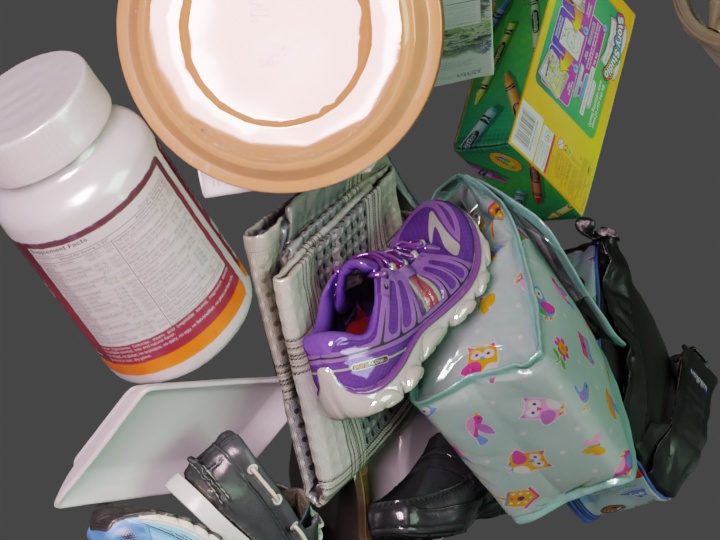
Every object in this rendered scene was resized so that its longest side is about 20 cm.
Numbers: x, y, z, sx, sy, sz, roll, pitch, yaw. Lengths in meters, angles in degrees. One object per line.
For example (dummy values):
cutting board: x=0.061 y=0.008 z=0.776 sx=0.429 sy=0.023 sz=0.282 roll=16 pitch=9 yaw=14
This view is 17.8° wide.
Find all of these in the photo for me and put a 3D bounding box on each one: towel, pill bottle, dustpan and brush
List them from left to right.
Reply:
pill bottle: x=-0.158 y=-0.032 z=1.425 sx=0.200 sy=0.109 sz=0.110 roll=57 pitch=47 yaw=-34
towel: x=-0.004 y=0.028 z=1.558 sx=0.193 sy=0.034 sz=0.200 roll=-41 pitch=123 yaw=-53
dustpan and brush: x=0.027 y=0.097 z=1.710 sx=0.140 sy=0.057 sz=0.200 roll=-51 pitch=133 yaw=-42

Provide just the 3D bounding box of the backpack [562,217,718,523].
backpack: x=0.178 y=0.095 z=1.792 sx=0.200 sy=0.154 sz=0.191 roll=50 pitch=23 yaw=-35

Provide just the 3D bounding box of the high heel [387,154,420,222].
high heel: x=0.000 y=0.000 z=1.653 sx=0.143 sy=0.071 sz=0.200 roll=61 pitch=37 yaw=-23

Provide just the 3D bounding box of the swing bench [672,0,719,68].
swing bench: x=0.394 y=-0.229 z=2.128 sx=0.199 sy=0.130 sz=0.200 roll=44 pitch=61 yaw=-42

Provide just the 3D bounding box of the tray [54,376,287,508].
tray: x=-0.114 y=0.104 z=1.494 sx=0.107 sy=0.022 sz=0.200 roll=-52 pitch=155 yaw=21

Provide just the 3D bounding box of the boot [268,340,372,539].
boot: x=-0.008 y=0.118 z=1.630 sx=0.075 sy=0.074 sz=0.201 roll=-16 pitch=102 yaw=-44

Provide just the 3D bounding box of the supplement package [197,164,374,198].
supplement package: x=-0.049 y=-0.145 z=1.504 sx=0.200 sy=0.111 sz=0.156 roll=-64 pitch=144 yaw=-78

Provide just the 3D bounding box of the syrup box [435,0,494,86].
syrup box: x=0.051 y=-0.199 z=1.641 sx=0.200 sy=0.079 sz=0.082 roll=73 pitch=8 yaw=-77

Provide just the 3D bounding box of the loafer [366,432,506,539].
loafer: x=0.060 y=0.152 z=1.653 sx=0.200 sy=0.068 sz=0.071 roll=-12 pitch=94 yaw=-61

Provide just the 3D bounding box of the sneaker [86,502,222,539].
sneaker: x=-0.115 y=0.228 z=1.496 sx=0.200 sy=0.078 sz=0.090 roll=54 pitch=55 yaw=-33

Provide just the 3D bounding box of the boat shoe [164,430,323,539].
boat shoe: x=-0.056 y=0.172 z=1.547 sx=0.060 sy=0.076 sz=0.200 roll=-47 pitch=146 yaw=-4

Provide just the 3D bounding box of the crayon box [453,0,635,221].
crayon box: x=0.152 y=-0.155 z=1.868 sx=0.119 sy=0.058 sz=0.200 roll=40 pitch=58 yaw=-43

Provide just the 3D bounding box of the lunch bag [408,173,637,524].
lunch bag: x=0.109 y=0.047 z=1.625 sx=0.170 sy=0.122 sz=0.200 roll=52 pitch=24 yaw=-40

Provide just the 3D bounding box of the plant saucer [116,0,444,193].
plant saucer: x=-0.050 y=-0.145 z=1.386 sx=0.032 sy=0.200 sz=0.201 roll=-59 pitch=140 yaw=-79

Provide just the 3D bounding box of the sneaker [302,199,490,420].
sneaker: x=0.023 y=0.011 z=1.508 sx=0.084 sy=0.080 sz=0.200 roll=65 pitch=35 yaw=-28
